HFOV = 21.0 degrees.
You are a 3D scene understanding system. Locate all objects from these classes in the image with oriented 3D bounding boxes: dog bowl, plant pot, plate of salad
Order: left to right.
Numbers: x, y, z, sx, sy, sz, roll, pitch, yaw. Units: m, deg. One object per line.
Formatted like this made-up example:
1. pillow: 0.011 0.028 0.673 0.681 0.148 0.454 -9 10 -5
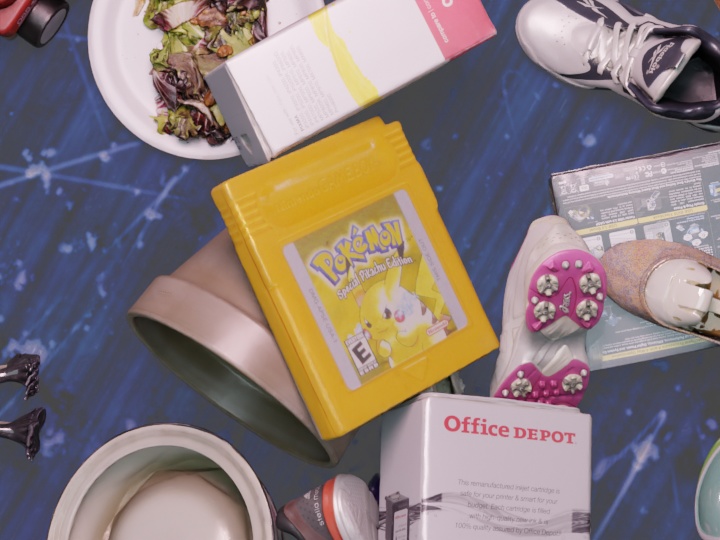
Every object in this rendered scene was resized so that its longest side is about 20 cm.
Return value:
1. dog bowl: -0.146 0.225 1.531 0.198 0.074 0.202 -6 72 20
2. plate of salad: -0.125 -0.192 1.577 0.198 0.048 0.202 0 89 3
3. plant pot: -0.055 0.025 1.513 0.199 0.200 0.174 33 75 3

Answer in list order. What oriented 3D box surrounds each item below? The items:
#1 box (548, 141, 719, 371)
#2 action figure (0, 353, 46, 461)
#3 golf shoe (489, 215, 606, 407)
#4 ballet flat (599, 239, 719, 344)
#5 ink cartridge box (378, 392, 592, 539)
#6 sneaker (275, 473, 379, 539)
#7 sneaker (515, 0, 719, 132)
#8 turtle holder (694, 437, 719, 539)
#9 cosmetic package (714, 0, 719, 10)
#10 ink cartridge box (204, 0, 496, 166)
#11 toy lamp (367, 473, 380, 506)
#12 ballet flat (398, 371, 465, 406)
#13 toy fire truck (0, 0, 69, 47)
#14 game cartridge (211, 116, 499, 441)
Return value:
1. box: 0.261 -0.016 1.551 0.198 0.049 0.163 -12 87 3
2. action figure: -0.357 0.100 1.561 0.198 0.102 0.120 3 101 2
3. golf shoe: 0.143 0.048 1.532 0.075 0.092 0.201 6 125 -14
4. ballet flat: 0.279 0.027 1.493 0.198 0.067 0.069 19 95 2
5. ink cartridge box: 0.092 0.202 1.457 0.144 0.083 0.202 8 76 -23
6. sneaker: -0.004 0.242 1.518 0.081 0.077 0.201 -17 118 19
7. sneaker: 0.216 -0.169 1.515 0.198 0.130 0.080 30 90 4
8. turtle holder: 0.341 0.171 1.489 0.185 0.132 0.141 -38 90 14
9. cosmetic package: 0.339 -0.188 1.523 0.071 0.101 0.201 -29 87 3
10. ink cartridge box: -0.012 -0.164 1.501 0.199 0.145 0.084 -29 96 -9
11. toy lamp: -0.046 0.247 1.563 0.199 0.058 0.058 -39 87 1
12. ballet flat: 0.052 0.112 1.553 0.071 0.072 0.202 -11 89 3
13. toy fire truck: -0.272 -0.284 1.511 0.128 0.200 0.177 36 91 3
14. game cartridge: 0.000 0.000 1.439 0.176 0.032 0.202 -26 94 -37
